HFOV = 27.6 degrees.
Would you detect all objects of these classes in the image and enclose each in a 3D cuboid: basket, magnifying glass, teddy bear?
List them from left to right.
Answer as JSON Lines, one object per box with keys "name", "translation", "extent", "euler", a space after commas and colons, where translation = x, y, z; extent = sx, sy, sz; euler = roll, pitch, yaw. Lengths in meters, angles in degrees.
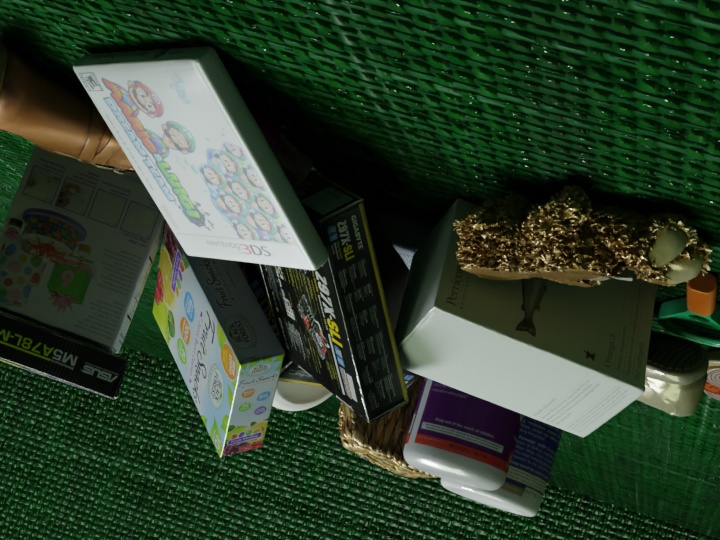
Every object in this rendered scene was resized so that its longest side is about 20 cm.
{"name": "basket", "translation": [0.053, 0.128, 1.693], "extent": [0.142, 0.201, 0.149], "euler": [23, 170, -5]}
{"name": "teddy bear", "translation": [0.173, -0.027, 1.137], "extent": [0.199, 0.067, 0.144], "euler": [-2, 167, 45]}
{"name": "magnifying glass", "translation": [0.302, 0.035, 1.301], "extent": [0.079, 0.023, 0.200], "euler": [16, 171, 16]}

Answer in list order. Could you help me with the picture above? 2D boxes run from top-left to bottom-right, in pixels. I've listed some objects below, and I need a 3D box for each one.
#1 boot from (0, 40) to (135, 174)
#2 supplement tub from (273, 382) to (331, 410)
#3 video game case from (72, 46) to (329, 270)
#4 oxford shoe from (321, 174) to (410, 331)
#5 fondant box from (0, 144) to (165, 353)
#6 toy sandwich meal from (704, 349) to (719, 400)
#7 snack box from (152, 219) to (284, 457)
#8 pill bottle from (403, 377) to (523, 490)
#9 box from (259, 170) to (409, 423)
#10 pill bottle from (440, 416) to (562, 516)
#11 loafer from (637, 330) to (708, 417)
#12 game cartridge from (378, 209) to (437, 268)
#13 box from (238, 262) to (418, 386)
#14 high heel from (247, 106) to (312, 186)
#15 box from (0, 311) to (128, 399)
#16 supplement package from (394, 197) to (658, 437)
{"name": "boot", "translation": [-0.257, -0.136, 1.291], "extent": [0.154, 0.074, 0.200], "euler": [22, -179, -9]}
{"name": "supplement tub", "translation": [-0.109, 0.063, 1.717], "extent": [0.140, 0.141, 0.200], "euler": [30, -177, -44]}
{"name": "video game case", "translation": [-0.130, -0.089, 1.181], "extent": [0.181, 0.024, 0.201], "euler": [7, 134, 49]}
{"name": "oxford shoe", "translation": [0.000, 0.000, 1.347], "extent": [0.071, 0.071, 0.201], "euler": [25, 137, 60]}
{"name": "fondant box", "translation": [-0.273, -0.037, 1.450], "extent": [0.143, 0.201, 0.058], "euler": [20, 169, -2]}
{"name": "toy sandwich meal", "translation": [0.422, 0.141, 1.474], "extent": [0.204, 0.071, 0.205], "euler": [19, 169, 4]}
{"name": "snack box", "translation": [-0.143, 0.059, 1.437], "extent": [0.053, 0.201, 0.143], "euler": [-12, 141, -25]}
{"name": "pill bottle", "translation": [0.123, 0.122, 1.544], "extent": [0.112, 0.201, 0.112], "euler": [17, 170, 3]}
{"name": "box", "translation": [-0.034, 0.012, 1.275], "extent": [0.159, 0.049, 0.201], "euler": [29, 139, 53]}
{"name": "pill bottle", "translation": [0.177, 0.172, 1.698], "extent": [0.119, 0.201, 0.120], "euler": [19, 169, 4]}
{"name": "loafer", "translation": [0.250, 0.088, 1.396], "extent": [0.075, 0.069, 0.200], "euler": [-20, -157, -24]}
{"name": "game cartridge", "translation": [0.063, -0.011, 1.440], "extent": [0.132, 0.041, 0.200], "euler": [19, 170, 19]}
{"name": "box", "translation": [-0.044, 0.048, 1.527], "extent": [0.199, 0.049, 0.160], "euler": [13, -139, -50]}
{"name": "high heel", "translation": [-0.133, -0.106, 1.240], "extent": [0.096, 0.068, 0.199], "euler": [37, 164, -36]}
{"name": "box", "translation": [-0.339, 0.071, 1.442], "extent": [0.192, 0.048, 0.200], "euler": [20, 172, -19]}
{"name": "supplement package", "translation": [0.142, 0.044, 1.280], "extent": [0.199, 0.118, 0.117], "euler": [21, 149, -11]}
